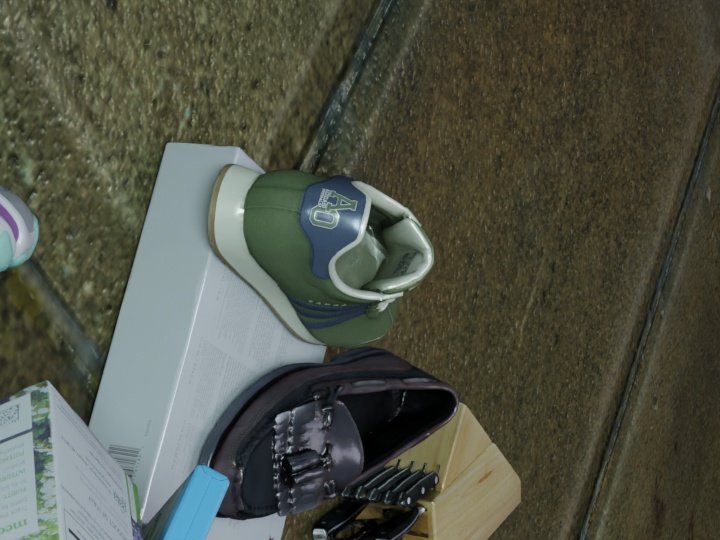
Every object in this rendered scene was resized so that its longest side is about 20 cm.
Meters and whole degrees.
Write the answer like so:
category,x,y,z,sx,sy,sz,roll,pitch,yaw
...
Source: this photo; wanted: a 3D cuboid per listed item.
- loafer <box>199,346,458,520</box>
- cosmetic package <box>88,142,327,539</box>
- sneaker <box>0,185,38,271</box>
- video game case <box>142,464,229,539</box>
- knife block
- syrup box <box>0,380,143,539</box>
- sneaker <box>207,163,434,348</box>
category,x,y,z,sx,sy,sz,roll,pitch,yaw
loafer,-0.012,0.086,0.893,0.200,0.063,0.072,-24,120,-58
cosmetic package,-0.076,0.052,0.888,0.151,0.051,0.201,40,59,-57
sneaker,-0.186,-0.075,0.616,0.200,0.077,0.141,12,85,-64
video game case,-0.119,0.179,0.725,0.200,0.018,0.144,-49,-165,57
knife block,0.037,0.185,1.124,0.200,0.064,0.176,53,49,-54
syrup box,-0.123,0.146,0.588,0.082,0.078,0.201,61,9,-45
sneaker,0.000,0.000,0.874,0.200,0.089,0.068,41,58,-60
